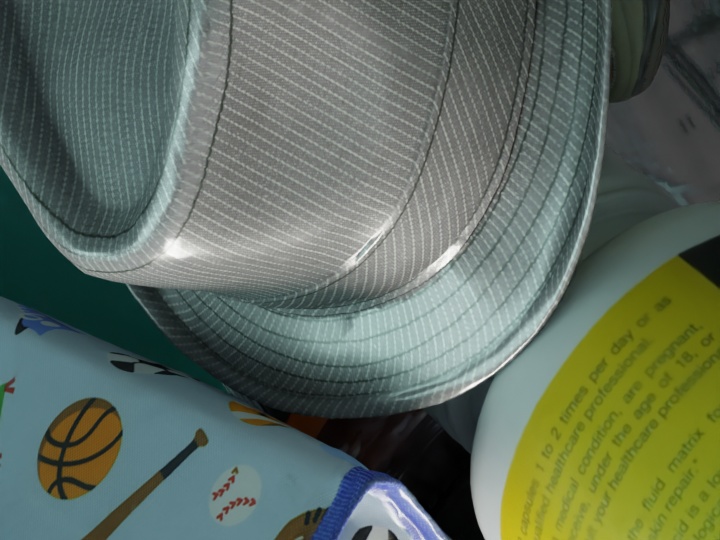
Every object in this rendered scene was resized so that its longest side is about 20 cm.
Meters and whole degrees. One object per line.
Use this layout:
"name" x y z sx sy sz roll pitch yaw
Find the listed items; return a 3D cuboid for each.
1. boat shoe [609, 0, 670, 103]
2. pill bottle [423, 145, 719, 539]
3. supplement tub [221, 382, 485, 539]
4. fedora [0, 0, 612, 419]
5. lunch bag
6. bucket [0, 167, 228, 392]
"boat shoe" -0.006 -0.111 0.683 0.200 0.072 0.076 49 159 25
"pill bottle" 0.095 0.053 0.621 0.200 0.111 0.112 42 155 38
"supplement tub" 0.000 0.000 0.787 0.200 0.107 0.107 50 159 21
"fedora" -0.035 -0.064 0.607 0.176 0.090 0.202 1 92 41
"lunch bag" -0.026 0.113 0.714 0.169 0.124 0.200 25 170 41
"bucket" -0.128 0.055 0.879 0.207 0.206 0.136 42 125 40
